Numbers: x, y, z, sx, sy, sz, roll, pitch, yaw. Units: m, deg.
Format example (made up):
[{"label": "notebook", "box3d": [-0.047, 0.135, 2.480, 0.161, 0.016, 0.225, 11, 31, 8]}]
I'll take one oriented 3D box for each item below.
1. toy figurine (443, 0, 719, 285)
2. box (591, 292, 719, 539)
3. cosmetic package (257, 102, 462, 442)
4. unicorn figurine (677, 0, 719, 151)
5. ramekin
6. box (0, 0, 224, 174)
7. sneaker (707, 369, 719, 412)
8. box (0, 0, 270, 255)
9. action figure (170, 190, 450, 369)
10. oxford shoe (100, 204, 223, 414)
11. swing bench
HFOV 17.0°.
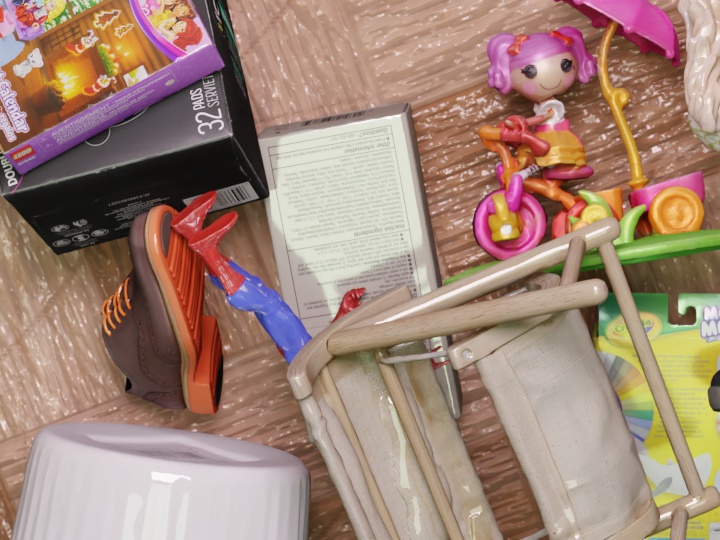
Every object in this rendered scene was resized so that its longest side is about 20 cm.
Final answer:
[{"label": "toy figurine", "box3d": [0.136, -0.092, 1.512, 0.199, 0.150, 0.185, -9, 88, -2]}, {"label": "box", "box3d": [0.207, 0.111, 1.581, 0.117, 0.048, 0.201, 1, 102, 3]}, {"label": "cosmetic package", "box3d": [0.000, 0.000, 1.558, 0.103, 0.073, 0.201, -9, 100, 5]}, {"label": "unicorn figurine", "box3d": [0.250, -0.093, 1.482, 0.074, 0.199, 0.138, -22, 64, 44]}, {"label": "ramekin", "box3d": [-0.125, 0.158, 1.534, 0.199, 0.200, 0.098, 8, 92, 1]}, {"label": "box", "box3d": [-0.183, -0.175, 1.411, 0.136, 0.039, 0.201, -28, 70, 0]}, {"label": "sneaker", "box3d": [0.298, 0.032, 1.525, 0.199, 0.076, 0.115, -11, 92, -24]}, {"label": "box", "box3d": [-0.153, -0.135, 1.481, 0.148, 0.124, 0.201, -15, 72, 4]}, {"label": "action figure", "box3d": [-0.022, 0.026, 1.485, 0.099, 0.065, 0.200, -34, 118, -5]}, {"label": "oxford shoe", "box3d": [-0.133, 0.030, 1.524, 0.072, 0.071, 0.200, 1, 143, 6]}, {"label": "swing bench", "box3d": [0.087, 0.104, 1.421, 0.199, 0.130, 0.200, -18, 105, 16]}]
